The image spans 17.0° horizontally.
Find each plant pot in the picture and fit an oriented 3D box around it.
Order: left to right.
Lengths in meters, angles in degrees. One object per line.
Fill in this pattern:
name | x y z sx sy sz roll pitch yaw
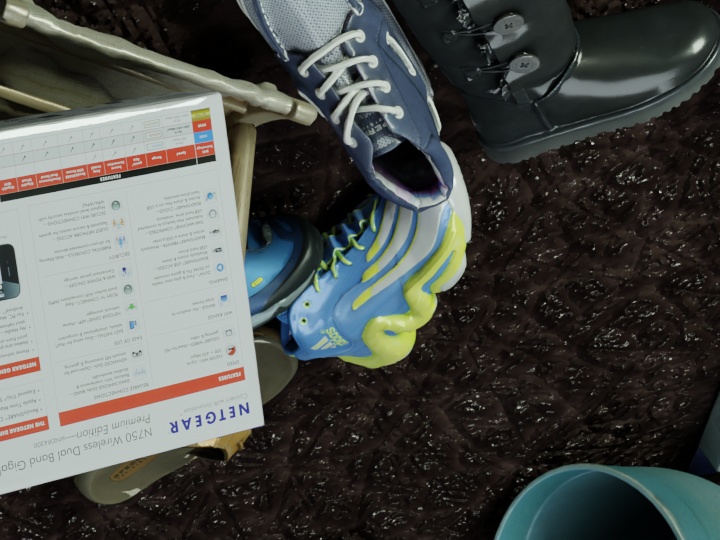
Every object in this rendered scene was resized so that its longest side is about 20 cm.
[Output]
plant pot | 0.233 0.241 1.833 0.188 0.200 0.200 -1 142 -46

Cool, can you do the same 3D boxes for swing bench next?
swing bench | -0.157 -0.031 1.320 0.199 0.200 0.130 18 174 -33

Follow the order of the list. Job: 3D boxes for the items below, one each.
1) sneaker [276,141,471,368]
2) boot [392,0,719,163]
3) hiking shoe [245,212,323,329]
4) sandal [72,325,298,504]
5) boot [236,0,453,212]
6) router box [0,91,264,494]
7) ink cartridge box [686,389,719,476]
sneaker | 0.000 0.000 1.500 0.105 0.076 0.200 -9 143 -22
boot | 0.111 -0.158 1.375 0.165 0.066 0.200 -27 139 6
hiking shoe | -0.119 -0.001 1.451 0.200 0.074 0.087 -15 144 -7
sandal | -0.112 0.107 1.608 0.200 0.054 0.080 -39 139 24
boot | -0.004 -0.114 1.346 0.073 0.090 0.200 -30 142 14
router box | -0.154 0.012 1.218 0.200 0.049 0.180 -12 100 -33
ink cartridge box | 0.363 0.099 1.829 0.196 0.043 0.200 -8 141 -16
